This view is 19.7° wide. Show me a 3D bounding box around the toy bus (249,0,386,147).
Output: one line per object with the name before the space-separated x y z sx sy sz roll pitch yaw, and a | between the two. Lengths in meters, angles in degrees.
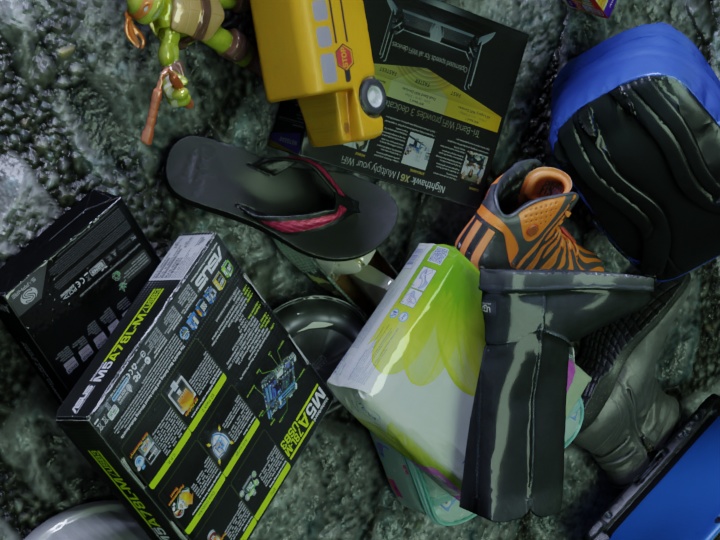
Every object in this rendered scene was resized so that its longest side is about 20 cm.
toy bus | -0.039 -0.196 1.607 0.078 0.065 0.202 -15 98 -46

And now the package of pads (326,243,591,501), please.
package of pads | 0.081 0.095 1.726 0.200 0.068 0.155 42 74 -29

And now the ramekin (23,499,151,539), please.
ramekin | -0.194 0.291 1.654 0.201 0.094 0.204 -9 106 -33

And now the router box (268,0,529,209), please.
router box | 0.035 -0.152 1.738 0.199 0.052 0.158 15 92 -36

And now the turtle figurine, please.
turtle figurine | -0.127 -0.189 1.608 0.161 0.064 0.202 7 81 -46

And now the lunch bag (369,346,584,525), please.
lunch bag | 0.106 0.122 1.835 0.199 0.077 0.161 -32 116 -24

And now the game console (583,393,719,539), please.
game console | 0.314 0.226 1.943 0.200 0.118 0.171 -43 149 -19

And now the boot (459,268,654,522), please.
boot | 0.162 0.101 1.698 0.164 0.066 0.202 1 93 -26

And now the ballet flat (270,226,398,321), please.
ballet flat | 0.000 0.000 1.737 0.069 0.071 0.200 -52 124 -15

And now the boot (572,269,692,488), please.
boot | 0.265 0.096 1.956 0.132 0.070 0.200 39 89 -37

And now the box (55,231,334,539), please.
box | -0.123 0.107 1.612 0.194 0.047 0.201 57 49 -33

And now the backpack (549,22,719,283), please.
backpack | 0.257 -0.117 1.831 0.162 0.168 0.200 -33 121 23

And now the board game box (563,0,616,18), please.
board game box | 0.196 -0.320 1.762 0.153 0.046 0.200 -68 156 -3

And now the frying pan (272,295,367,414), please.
frying pan | -0.054 0.046 1.717 0.114 0.031 0.191 -25 119 -4

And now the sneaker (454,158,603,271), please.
sneaker | 0.167 -0.032 1.809 0.199 0.078 0.113 2 122 -52

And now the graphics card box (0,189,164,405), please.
graphics card box | -0.194 0.053 1.626 0.125 0.051 0.201 -43 122 -21

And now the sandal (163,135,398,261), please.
sandal | -0.059 -0.060 1.659 0.199 0.045 0.076 16 69 -19
